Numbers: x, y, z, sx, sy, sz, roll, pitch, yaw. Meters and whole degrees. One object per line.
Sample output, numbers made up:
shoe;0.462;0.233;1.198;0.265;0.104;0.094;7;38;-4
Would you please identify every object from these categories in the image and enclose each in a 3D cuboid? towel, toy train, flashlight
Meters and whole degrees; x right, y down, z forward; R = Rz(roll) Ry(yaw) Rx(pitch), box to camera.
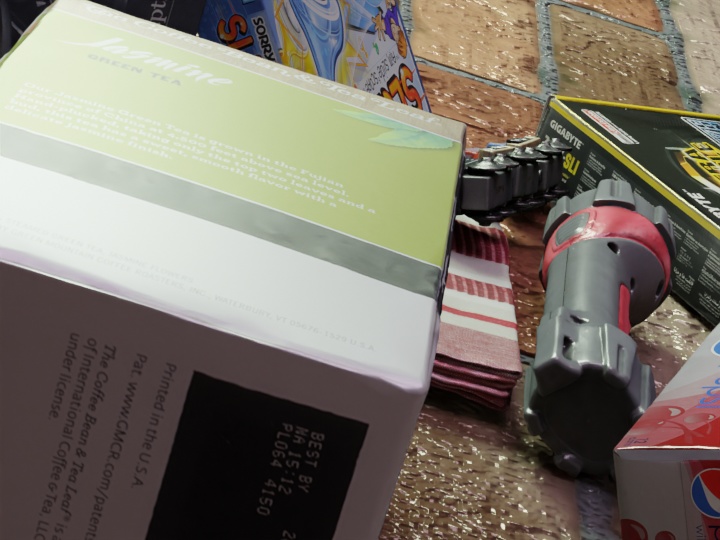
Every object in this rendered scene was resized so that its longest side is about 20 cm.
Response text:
towel;0.000;0.000;1.055;0.143;0.023;0.200;15;20;-4
toy train;0.070;-0.047;1.166;0.045;0.034;0.200;4;7;16
flashlight;0.108;0.026;1.029;0.067;0.068;0.200;9;26;2

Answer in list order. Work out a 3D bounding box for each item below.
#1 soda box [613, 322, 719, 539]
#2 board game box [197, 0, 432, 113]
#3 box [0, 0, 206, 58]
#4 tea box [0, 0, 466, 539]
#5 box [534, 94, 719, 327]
soda box;0.160;0.071;0.926;0.063;0.071;0.200;-2;14;24
board game box;-0.017;-0.092;1.065;0.034;0.136;0.200;-14;13;18
box;-0.167;-0.111;0.939;0.181;0.201;0.104;3;27;-33
tea box;-0.064;0.059;0.622;0.133;0.201;0.197;18;21;-1
box;0.208;-0.027;1.249;0.159;0.050;0.200;6;25;-33
